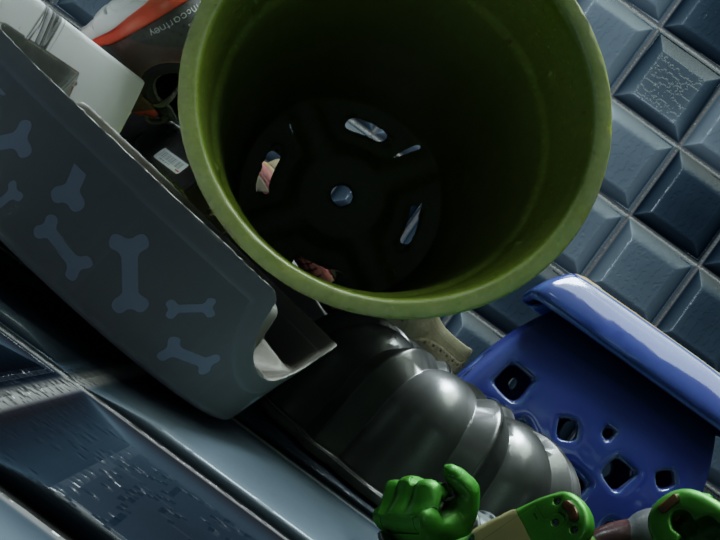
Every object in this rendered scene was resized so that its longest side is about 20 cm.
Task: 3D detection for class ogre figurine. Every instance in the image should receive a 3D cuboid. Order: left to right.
[{"bbox_3d":[0.115,0.125,0.543,0.200,0.098,0.120,-14,-35,25],"label":"ogre figurine"}]

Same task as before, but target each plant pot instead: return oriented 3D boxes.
[{"bbox_3d":[0.004,-0.060,0.738,0.200,0.200,0.190,36,-14,-1],"label":"plant pot"},{"bbox_3d":[0.158,0.116,1.046,0.200,0.180,0.200,35,0,5],"label":"plant pot"}]

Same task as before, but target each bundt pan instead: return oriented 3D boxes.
[{"bbox_3d":[0.038,0.090,0.783,0.202,0.076,0.202,36,0,0],"label":"bundt pan"}]

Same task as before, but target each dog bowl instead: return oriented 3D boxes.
[{"bbox_3d":[-0.101,-0.016,0.611,0.200,0.059,0.200,43,-2,2],"label":"dog bowl"}]

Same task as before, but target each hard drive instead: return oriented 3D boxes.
[{"bbox_3d":[-0.079,-0.008,0.927,0.140,0.038,0.200,34,-21,55],"label":"hard drive"}]

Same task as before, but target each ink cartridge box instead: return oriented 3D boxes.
[{"bbox_3d":[-0.235,-0.127,0.761,0.147,0.083,0.200,23,-8,34],"label":"ink cartridge box"}]

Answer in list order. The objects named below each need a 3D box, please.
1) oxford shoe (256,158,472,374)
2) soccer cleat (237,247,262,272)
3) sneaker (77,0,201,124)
[{"bbox_3d":[0.000,0.000,0.934,0.200,0.075,0.070,57,-13,-22],"label":"oxford shoe"},{"bbox_3d":[-0.108,-0.002,0.809,0.200,0.065,0.084,35,-16,53],"label":"soccer cleat"},{"bbox_3d":[-0.141,-0.118,0.878,0.082,0.077,0.200,58,-27,-11],"label":"sneaker"}]
